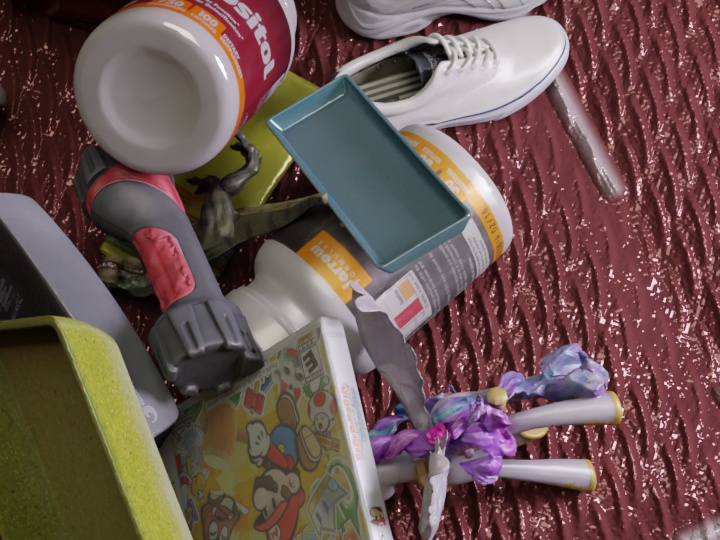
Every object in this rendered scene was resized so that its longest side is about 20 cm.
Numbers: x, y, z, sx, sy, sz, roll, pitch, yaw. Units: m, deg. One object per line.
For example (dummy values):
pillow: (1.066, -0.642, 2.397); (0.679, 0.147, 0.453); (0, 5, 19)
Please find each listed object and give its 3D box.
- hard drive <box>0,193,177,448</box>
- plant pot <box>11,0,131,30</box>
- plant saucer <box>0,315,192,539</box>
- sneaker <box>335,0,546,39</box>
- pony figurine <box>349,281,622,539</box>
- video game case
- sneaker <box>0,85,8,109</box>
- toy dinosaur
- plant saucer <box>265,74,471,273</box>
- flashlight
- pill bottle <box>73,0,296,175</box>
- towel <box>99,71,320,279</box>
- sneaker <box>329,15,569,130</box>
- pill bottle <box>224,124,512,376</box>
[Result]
hard drive: (-0.198, 0.053, 1.062); (0.042, 0.135, 0.200); (-26, 71, -35)
plant pot: (-0.194, -0.296, 1.188); (0.200, 0.201, 0.196); (13, 76, 5)
plant saucer: (-0.180, 0.117, 0.987); (0.048, 0.200, 0.200); (-26, 102, -36)
sneaker: (0.080, -0.238, 1.206); (0.200, 0.099, 0.078); (-18, 69, -8)
pony figurine: (0.061, 0.105, 1.022); (0.200, 0.193, 0.167); (-10, 58, -10)
video game case: (-0.060, 0.150, 1.006); (0.023, 0.200, 0.182); (5, 63, -42)
sneaker: (-0.361, -0.124, 1.174); (0.200, 0.078, 0.077); (3, 81, 4)
toy dinosaur: (-0.097, -0.042, 1.109); (0.200, 0.047, 0.088); (-23, 49, 30)
plant saucer: (0.003, -0.066, 1.063); (0.070, 0.019, 0.200); (-31, 41, -5)
flashlight: (-0.134, -0.005, 1.043); (0.068, 0.068, 0.200); (-38, 49, 13)
pill bottle: (-0.111, -0.151, 1.099); (0.113, 0.113, 0.200); (17, 28, 6)
towel: (-0.105, -0.071, 1.181); (0.086, 0.018, 0.200); (29, 70, 7)
sneaker: (0.068, -0.146, 1.183); (0.200, 0.071, 0.073); (-24, 70, -10)
pill bottle: (0.000, 0.000, 1.099); (0.200, 0.116, 0.116); (-41, 74, -16)
